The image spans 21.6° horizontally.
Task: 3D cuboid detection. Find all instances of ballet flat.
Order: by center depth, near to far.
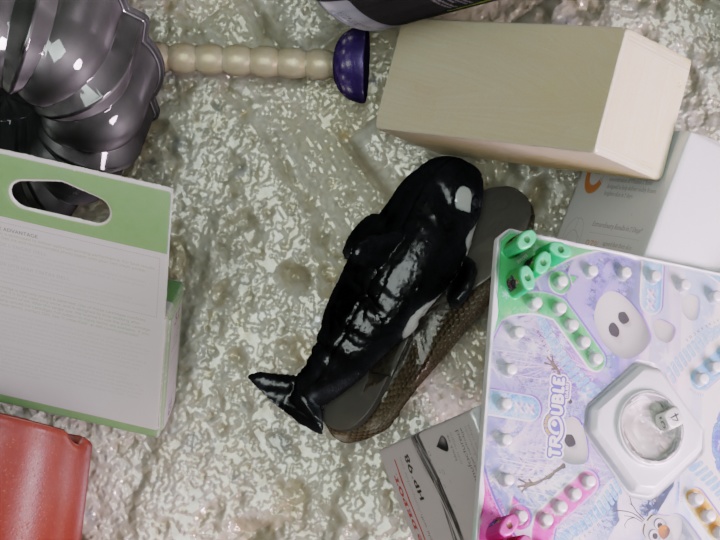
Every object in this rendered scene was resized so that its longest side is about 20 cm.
[{"bbox_3d":[0.047,0.031,1.232,0.067,0.046,0.201,32,82,39],"label":"ballet flat"}]

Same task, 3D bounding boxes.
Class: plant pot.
[{"bbox_3d":[-0.259,0.187,1.175,0.199,0.201,0.197,9,78,5],"label":"plant pot"}]

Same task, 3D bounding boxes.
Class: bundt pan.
[{"bbox_3d":[-0.224,-0.104,1.180,0.200,0.203,0.076,-4,45,4],"label":"bundt pan"}]

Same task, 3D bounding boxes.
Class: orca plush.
[{"bbox_3d":[0.000,0.000,1.201,0.200,0.071,0.105,-43,50,3],"label":"orca plush"}]

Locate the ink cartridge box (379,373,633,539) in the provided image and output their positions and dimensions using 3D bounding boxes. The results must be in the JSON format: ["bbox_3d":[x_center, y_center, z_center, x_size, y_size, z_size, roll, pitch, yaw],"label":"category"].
[{"bbox_3d":[0.078,0.142,1.136,0.066,0.200,0.117,-20,84,-22],"label":"ink cartridge box"}]

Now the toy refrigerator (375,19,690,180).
[{"bbox_3d":[0.104,-0.107,1.166,0.199,0.070,0.077,11,85,50],"label":"toy refrigerator"}]

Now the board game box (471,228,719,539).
[{"bbox_3d":[0.163,0.088,1.056,0.198,0.026,0.202,11,74,-19],"label":"board game box"}]

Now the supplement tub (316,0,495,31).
[{"bbox_3d":[0.062,-0.221,1.138,0.199,0.122,0.124,-7,84,43],"label":"supplement tub"}]

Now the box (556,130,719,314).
[{"bbox_3d":[0.177,0.022,1.167,0.097,0.124,0.202,22,88,-20],"label":"box"}]

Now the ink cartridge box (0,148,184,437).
[{"bbox_3d":[-0.184,0.005,1.189,0.144,0.048,0.201,13,125,5],"label":"ink cartridge box"}]

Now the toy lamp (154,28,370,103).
[{"bbox_3d":[-0.094,-0.139,1.244,0.198,0.058,0.059,1,86,5],"label":"toy lamp"}]
